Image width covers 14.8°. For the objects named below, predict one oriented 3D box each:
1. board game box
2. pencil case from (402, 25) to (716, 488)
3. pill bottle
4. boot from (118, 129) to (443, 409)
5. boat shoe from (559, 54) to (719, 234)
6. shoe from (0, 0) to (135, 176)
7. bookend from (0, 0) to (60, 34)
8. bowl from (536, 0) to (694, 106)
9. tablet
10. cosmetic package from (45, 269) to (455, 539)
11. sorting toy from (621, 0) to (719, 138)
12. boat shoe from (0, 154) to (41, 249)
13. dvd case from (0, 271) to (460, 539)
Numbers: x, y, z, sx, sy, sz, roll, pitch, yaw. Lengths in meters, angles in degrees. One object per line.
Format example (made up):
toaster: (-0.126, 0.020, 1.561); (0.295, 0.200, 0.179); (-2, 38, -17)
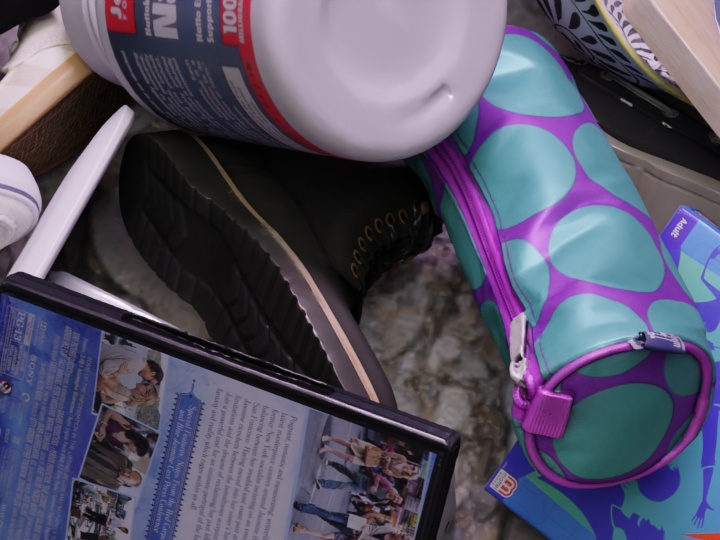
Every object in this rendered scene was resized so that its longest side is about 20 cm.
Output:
board game box: (0.176, 0.091, 1.181); (0.200, 0.045, 0.152); (36, 98, 14)
pencil case: (0.076, -0.010, 1.157); (0.092, 0.085, 0.200); (10, 40, -33)
pill bottle: (-0.042, -0.113, 1.169); (0.200, 0.120, 0.120); (12, 65, 54)
boot: (0.000, 0.000, 1.191); (0.138, 0.078, 0.200); (-8, 47, -32)
boat shoe: (0.111, -0.055, 1.267); (0.200, 0.073, 0.063); (33, 33, 19)
shoe: (-0.118, -0.114, 1.288); (0.053, 0.070, 0.200); (40, 70, 16)
bookend: (-0.177, -0.189, 1.271); (0.200, 0.092, 0.199); (-31, 50, -7)
bowl: (0.128, -0.163, 1.257); (0.200, 0.094, 0.202); (7, 79, -40)
tablet: (-0.158, 0.024, 1.211); (0.014, 0.130, 0.201); (30, 74, -8)
cosmetic package: (-0.068, 0.098, 1.202); (0.199, 0.081, 0.113); (23, 72, 12)
sorting toy: (0.247, -0.089, 1.190); (0.199, 0.070, 0.200); (-31, 80, -38)
boat shoe: (-0.231, -0.001, 1.204); (0.199, 0.071, 0.070); (-8, 56, -22)
dvd case: (-0.067, 0.097, 1.120); (0.199, 0.018, 0.143); (20, 112, 15)
